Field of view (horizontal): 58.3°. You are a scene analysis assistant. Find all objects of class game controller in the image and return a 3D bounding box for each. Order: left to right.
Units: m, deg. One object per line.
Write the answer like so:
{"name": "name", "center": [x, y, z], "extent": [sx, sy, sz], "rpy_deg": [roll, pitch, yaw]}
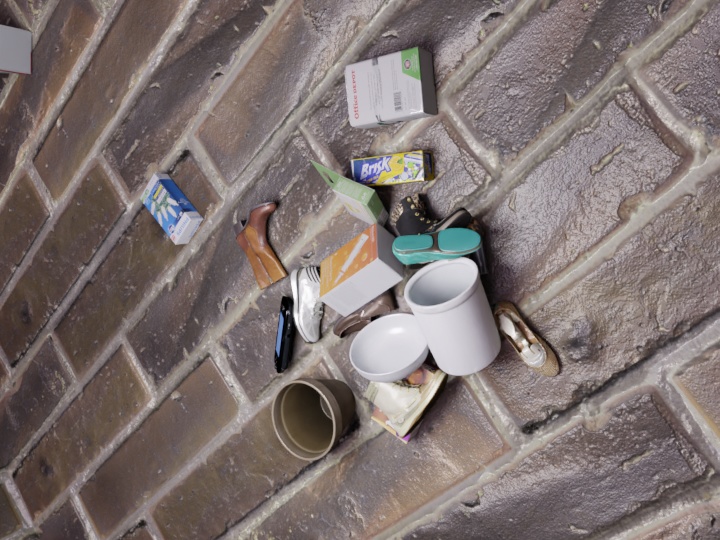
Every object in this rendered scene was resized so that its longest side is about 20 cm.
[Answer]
{"name": "game controller", "center": [-0.213, 0.175, 1.767], "extent": [0.104, 0.041, 0.204], "rpy_deg": [-143, 59, -61]}

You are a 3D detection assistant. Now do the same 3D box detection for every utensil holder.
{"name": "utensil holder", "center": [0.207, 0.102, 1.418], "extent": [0.167, 0.171, 0.202], "rpy_deg": [-6, 125, 31]}

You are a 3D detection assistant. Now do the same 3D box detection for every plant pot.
{"name": "plant pot", "center": [-0.102, 0.364, 1.671], "extent": [0.196, 0.172, 0.205], "rpy_deg": [4, 98, 31]}

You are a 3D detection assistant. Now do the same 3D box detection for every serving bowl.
{"name": "serving bowl", "center": [0.076, 0.194, 1.527], "extent": [0.196, 0.201, 0.067], "rpy_deg": [-1, 130, 31]}

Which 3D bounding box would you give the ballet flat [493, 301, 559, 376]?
{"name": "ballet flat", "center": [0.359, 0.158, 1.430], "extent": [0.201, 0.065, 0.071], "rpy_deg": [50, 116, 16]}

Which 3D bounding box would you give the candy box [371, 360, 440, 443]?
{"name": "candy box", "center": [0.115, 0.310, 1.602], "extent": [0.116, 0.056, 0.203], "rpy_deg": [31, 109, 24]}

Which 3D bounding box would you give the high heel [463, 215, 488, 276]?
{"name": "high heel", "center": [0.203, -0.041, 1.509], "extent": [0.197, 0.071, 0.146], "rpy_deg": [-16, 77, 34]}

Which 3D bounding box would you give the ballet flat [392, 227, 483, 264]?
{"name": "ballet flat", "center": [0.168, -0.049, 1.403], "extent": [0.195, 0.071, 0.069], "rpy_deg": [-4, 60, 13]}

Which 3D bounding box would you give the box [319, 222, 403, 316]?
{"name": "box", "center": [0.000, 0.000, 1.577], "extent": [0.199, 0.097, 0.126], "rpy_deg": [-34, 37, 29]}

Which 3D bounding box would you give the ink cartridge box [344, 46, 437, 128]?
{"name": "ink cartridge box", "center": [0.071, -0.424, 1.519], "extent": [0.196, 0.084, 0.150], "rpy_deg": [-3, 94, 31]}

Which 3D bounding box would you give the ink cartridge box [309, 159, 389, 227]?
{"name": "ink cartridge box", "center": [-0.034, -0.185, 1.578], "extent": [0.198, 0.146, 0.049], "rpy_deg": [27, 80, 25]}

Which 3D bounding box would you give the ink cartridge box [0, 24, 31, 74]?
{"name": "ink cartridge box", "center": [-1.269, -0.770, 2.248], "extent": [0.197, 0.144, 0.149], "rpy_deg": [11, 102, 30]}

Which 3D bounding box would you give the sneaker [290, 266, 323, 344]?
{"name": "sneaker", "center": [-0.118, 0.088, 1.703], "extent": [0.114, 0.075, 0.205], "rpy_deg": [-12, 87, 33]}

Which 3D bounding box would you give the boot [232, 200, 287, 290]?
{"name": "boot", "center": [-0.259, -0.070, 1.773], "extent": [0.187, 0.068, 0.203], "rpy_deg": [-32, 80, 30]}

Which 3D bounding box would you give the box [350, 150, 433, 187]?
{"name": "box", "center": [0.075, -0.242, 1.552], "extent": [0.196, 0.064, 0.072], "rpy_deg": [-2, 95, 31]}

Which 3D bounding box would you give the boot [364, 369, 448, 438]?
{"name": "boot", "center": [0.106, 0.277, 1.534], "extent": [0.154, 0.072, 0.202], "rpy_deg": [43, 115, 22]}

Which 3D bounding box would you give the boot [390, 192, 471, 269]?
{"name": "boot", "center": [0.155, -0.116, 1.490], "extent": [0.200, 0.072, 0.153], "rpy_deg": [-46, 52, 36]}

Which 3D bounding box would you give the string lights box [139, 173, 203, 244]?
{"name": "string lights box", "center": [-0.572, -0.187, 1.951], "extent": [0.200, 0.059, 0.103], "rpy_deg": [48, 116, 17]}

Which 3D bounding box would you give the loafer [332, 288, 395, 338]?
{"name": "loafer", "center": [0.010, 0.122, 1.631], "extent": [0.199, 0.073, 0.072], "rpy_deg": [-39, 76, 29]}
